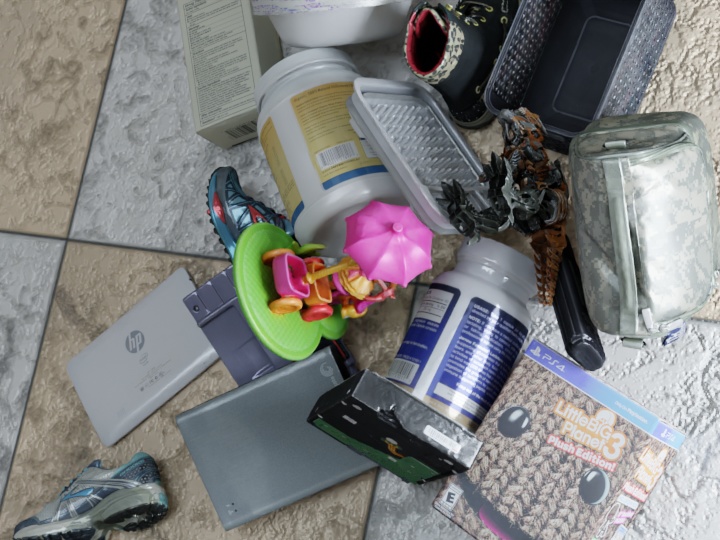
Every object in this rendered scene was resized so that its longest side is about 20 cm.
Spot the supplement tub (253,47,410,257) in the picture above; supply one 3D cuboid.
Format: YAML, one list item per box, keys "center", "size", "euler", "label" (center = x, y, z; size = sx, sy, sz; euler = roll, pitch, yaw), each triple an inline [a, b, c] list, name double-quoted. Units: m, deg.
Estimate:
- center: [-0.031, -0.131, 1.738]
  size: [0.144, 0.145, 0.201]
  euler: [-29, 65, 17]
  label: "supplement tub"

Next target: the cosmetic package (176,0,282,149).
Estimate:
- center: [-0.153, -0.260, 1.879]
  size: [0.105, 0.071, 0.201]
  euler: [-17, 69, 23]
  label: "cosmetic package"

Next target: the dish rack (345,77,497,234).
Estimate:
- center: [0.069, -0.115, 1.661]
  size: [0.044, 0.171, 0.201]
  euler: [-42, 71, 28]
  label: "dish rack"

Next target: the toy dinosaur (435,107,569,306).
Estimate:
- center: [0.167, -0.070, 1.557]
  size: [0.102, 0.135, 0.201]
  euler: [-53, 49, 36]
  label: "toy dinosaur"

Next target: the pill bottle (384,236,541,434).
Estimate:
- center: [0.108, 0.072, 1.621]
  size: [0.115, 0.116, 0.201]
  euler: [22, 79, 30]
  label: "pill bottle"

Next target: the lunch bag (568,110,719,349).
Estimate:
- center: [0.270, -0.042, 1.509]
  size: [0.138, 0.168, 0.201]
  euler: [-2, 106, 24]
  label: "lunch bag"

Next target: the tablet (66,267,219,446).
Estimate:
- center: [-0.258, 0.103, 1.863]
  size: [0.200, 0.014, 0.130]
  euler: [-39, 62, 12]
  label: "tablet"

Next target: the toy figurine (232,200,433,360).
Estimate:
- center: [0.000, 0.000, 1.609]
  size: [0.183, 0.200, 0.151]
  euler: [-20, 68, 29]
  label: "toy figurine"

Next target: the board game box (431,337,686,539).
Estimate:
- center: [0.197, 0.199, 1.554]
  size: [0.159, 0.097, 0.201]
  euler: [32, 92, 30]
  label: "board game box"

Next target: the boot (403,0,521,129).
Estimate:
- center: [0.113, -0.273, 1.698]
  size: [0.073, 0.154, 0.205]
  euler: [5, 78, 28]
  label: "boot"

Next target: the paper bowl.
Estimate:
- center: [-0.025, -0.310, 1.762]
  size: [0.199, 0.200, 0.105]
  euler: [1, 104, 27]
  label: "paper bowl"

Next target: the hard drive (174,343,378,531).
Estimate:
- center: [-0.087, 0.183, 1.708]
  size: [0.199, 0.033, 0.140]
  euler: [-25, 89, 14]
  label: "hard drive"

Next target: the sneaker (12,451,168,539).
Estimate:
- center: [-0.315, 0.273, 1.820]
  size: [0.199, 0.078, 0.087]
  euler: [-20, 56, 13]
  label: "sneaker"

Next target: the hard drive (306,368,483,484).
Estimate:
- center: [0.031, 0.161, 1.571]
  size: [0.139, 0.200, 0.038]
  euler: [32, 71, -5]
  label: "hard drive"

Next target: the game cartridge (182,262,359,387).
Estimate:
- center: [-0.093, 0.079, 1.731]
  size: [0.129, 0.038, 0.201]
  euler: [-35, 87, 18]
  label: "game cartridge"

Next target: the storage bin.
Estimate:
- center: [0.235, -0.231, 1.661]
  size: [0.135, 0.094, 0.201]
  euler: [21, 85, 30]
  label: "storage bin"

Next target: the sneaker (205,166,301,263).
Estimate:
- center: [-0.108, -0.039, 1.799]
  size: [0.095, 0.079, 0.201]
  euler: [-27, 75, 12]
  label: "sneaker"

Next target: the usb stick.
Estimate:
- center: [0.210, 0.022, 1.578]
  size: [0.032, 0.055, 0.201]
  euler: [-30, 36, 17]
  label: "usb stick"
